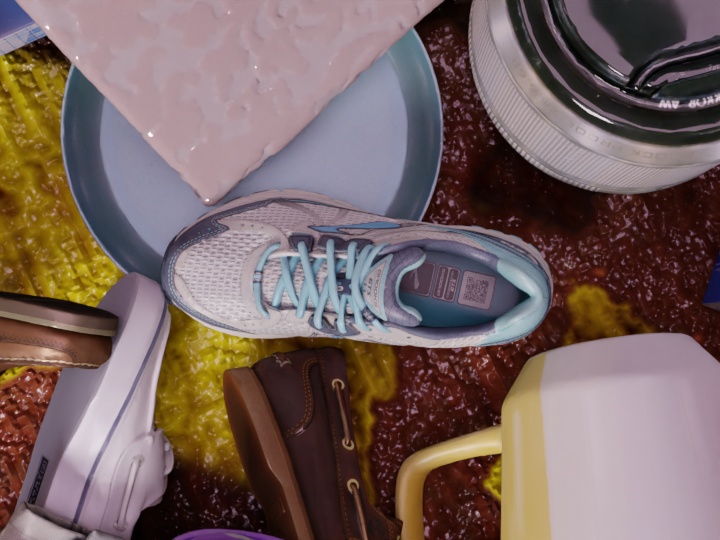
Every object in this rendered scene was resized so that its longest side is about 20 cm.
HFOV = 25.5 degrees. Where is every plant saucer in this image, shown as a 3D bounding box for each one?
[{"bbox_3d":[-0.057,-0.073,0.839,0.199,0.027,0.201,0,92,-2],"label":"plant saucer"}]

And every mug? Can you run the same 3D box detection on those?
[{"bbox_3d":[0.115,0.115,0.782,0.186,0.149,0.154,-6,79,-6],"label":"mug"}]

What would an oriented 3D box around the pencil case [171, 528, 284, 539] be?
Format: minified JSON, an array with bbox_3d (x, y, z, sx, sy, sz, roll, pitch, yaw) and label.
[{"bbox_3d":[-0.061,0.224,0.759,0.085,0.084,0.201,6,106,15],"label":"pencil case"}]

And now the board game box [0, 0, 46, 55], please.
[{"bbox_3d":[-0.191,-0.204,0.823,0.199,0.062,0.201,-23,76,3],"label":"board game box"}]

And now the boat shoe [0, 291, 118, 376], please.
[{"bbox_3d":[-0.209,0.042,0.803,0.199,0.072,0.068,4,85,28],"label":"boat shoe"}]

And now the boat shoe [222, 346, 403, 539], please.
[{"bbox_3d":[-0.010,0.135,0.805,0.070,0.070,0.201,-12,79,-20],"label":"boat shoe"}]

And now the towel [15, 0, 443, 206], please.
[{"bbox_3d":[-0.054,-0.154,0.760,0.200,0.032,0.191,-42,130,1],"label":"towel"}]

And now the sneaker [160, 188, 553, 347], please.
[{"bbox_3d":[0.000,0.000,0.786,0.199,0.086,0.078,2,93,-2],"label":"sneaker"}]

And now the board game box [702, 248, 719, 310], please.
[{"bbox_3d":[0.251,0.015,0.752,0.134,0.200,0.045,18,88,2],"label":"board game box"}]

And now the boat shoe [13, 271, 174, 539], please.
[{"bbox_3d":[-0.131,0.101,0.823,0.065,0.074,0.201,20,96,-26],"label":"boat shoe"}]

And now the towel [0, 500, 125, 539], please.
[{"bbox_3d":[-0.136,0.235,0.790,0.192,0.035,0.200,31,87,-25],"label":"towel"}]

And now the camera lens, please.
[{"bbox_3d":[0.134,-0.121,0.759,0.159,0.200,0.161,0,88,0],"label":"camera lens"}]
